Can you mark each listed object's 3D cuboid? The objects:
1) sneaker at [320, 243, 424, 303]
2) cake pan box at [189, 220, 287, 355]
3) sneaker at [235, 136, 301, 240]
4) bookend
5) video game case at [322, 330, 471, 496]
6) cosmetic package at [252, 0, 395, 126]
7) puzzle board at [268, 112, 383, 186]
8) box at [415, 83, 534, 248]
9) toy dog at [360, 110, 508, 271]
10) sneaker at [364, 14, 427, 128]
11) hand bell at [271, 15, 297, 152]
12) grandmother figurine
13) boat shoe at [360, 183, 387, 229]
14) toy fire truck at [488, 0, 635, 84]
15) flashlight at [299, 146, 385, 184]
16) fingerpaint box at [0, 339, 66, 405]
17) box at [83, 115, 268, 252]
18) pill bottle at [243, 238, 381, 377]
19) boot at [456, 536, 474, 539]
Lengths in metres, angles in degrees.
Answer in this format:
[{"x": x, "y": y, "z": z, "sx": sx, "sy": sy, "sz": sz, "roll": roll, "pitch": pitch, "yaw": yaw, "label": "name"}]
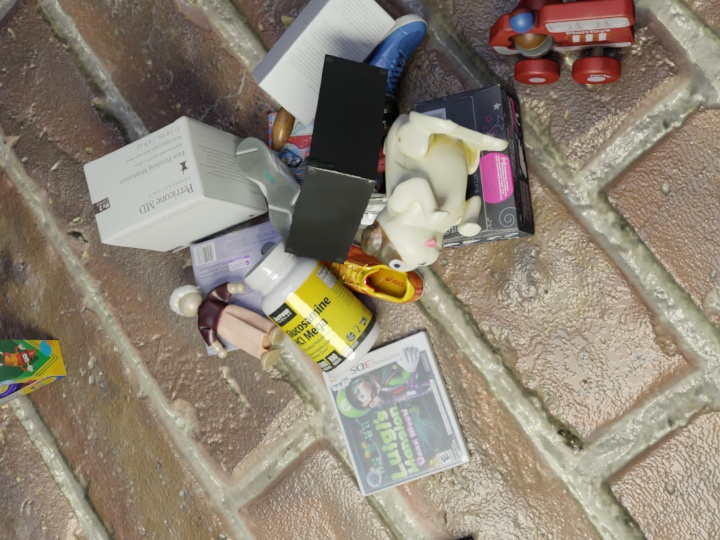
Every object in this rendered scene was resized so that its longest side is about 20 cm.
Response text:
[{"x": 0.000, "y": 0.000, "z": 1.270, "sx": 0.198, "sy": 0.077, "sz": 0.074, "roll": 11, "pitch": 93, "yaw": 24, "label": "sneaker"}, {"x": -0.177, "y": 0.029, "z": 1.355, "sx": 0.198, "sy": 0.052, "sz": 0.186, "roll": -16, "pitch": 80, "yaw": 21, "label": "cake pan box"}, {"x": -0.115, "y": -0.121, "z": 1.299, "sx": 0.070, "sy": 0.080, "sz": 0.201, "roll": -38, "pitch": 69, "yaw": 17, "label": "sneaker"}, {"x": -0.035, "y": -0.151, "z": 1.169, "sx": 0.091, "sy": 0.199, "sz": 0.202, "roll": 12, "pitch": 57, "yaw": -8, "label": "bookend"}, {"x": 0.051, "y": 0.217, "z": 1.267, "sx": 0.180, "sy": 0.023, "sz": 0.202, "roll": -23, "pitch": 79, "yaw": 20, "label": "video game case"}, {"x": -0.055, "y": -0.326, "z": 1.231, "sx": 0.200, "sy": 0.101, "sz": 0.071, "roll": -47, "pitch": 32, "yaw": 11, "label": "cosmetic package"}, {"x": -0.058, "y": -0.183, "z": 1.333, "sx": 0.198, "sy": 0.017, "sz": 0.153, "roll": -2, "pitch": 87, "yaw": 23, "label": "puzzle board"}, {"x": 0.162, "y": -0.140, "z": 1.189, "sx": 0.131, "sy": 0.114, "sz": 0.203, "roll": -9, "pitch": 84, "yaw": 24, "label": "box"}, {"x": 0.071, "y": -0.098, "z": 1.095, "sx": 0.193, "sy": 0.139, "sz": 0.202, "roll": 21, "pitch": 98, "yaw": 39, "label": "toy dog"}, {"x": 0.041, "y": -0.279, "z": 1.251, "sx": 0.200, "sy": 0.077, "sz": 0.112, "roll": -41, "pitch": 60, "yaw": 11, "label": "sneaker"}, {"x": -0.103, "y": -0.284, "z": 1.318, "sx": 0.103, "sy": 0.104, "sz": 0.202, "roll": 22, "pitch": 101, "yaw": 21, "label": "hand bell"}, {"x": -0.212, "y": 0.074, "z": 1.312, "sx": 0.198, "sy": 0.061, "sz": 0.122, "roll": 22, "pitch": 88, "yaw": 19, "label": "grandmother figurine"}, {"x": 0.021, "y": -0.098, "z": 1.268, "sx": 0.198, "sy": 0.072, "sz": 0.067, "roll": 4, "pitch": 85, "yaw": 24, "label": "boat shoe"}, {"x": 0.268, "y": -0.324, "z": 1.125, "sx": 0.198, "sy": 0.168, "sz": 0.114, "roll": 4, "pitch": 89, "yaw": 22, "label": "toy fire truck"}, {"x": 0.008, "y": -0.161, "z": 1.258, "sx": 0.198, "sy": 0.068, "sz": 0.068, "roll": -12, "pitch": 51, "yaw": 25, "label": "flashlight"}, {"x": -0.653, "y": 0.189, "z": 1.478, "sx": 0.198, "sy": 0.167, "sz": 0.074, "roll": -23, "pitch": 77, "yaw": 19, "label": "fingerpaint box"}, {"x": -0.286, "y": -0.127, "z": 1.325, "sx": 0.197, "sy": 0.200, "sz": 0.132, "roll": -21, "pitch": 80, "yaw": 19, "label": "box"}, {"x": -0.073, "y": 0.052, "z": 1.240, "sx": 0.112, "sy": 0.113, "sz": 0.200, "roll": -43, "pitch": 99, "yaw": 14, "label": "pill bottle"}, {"x": 0.171, "y": 0.459, "z": 1.185, "sx": 0.197, "sy": 0.073, "sz": 0.164, "roll": -27, "pitch": 75, "yaw": 20, "label": "boot"}]
